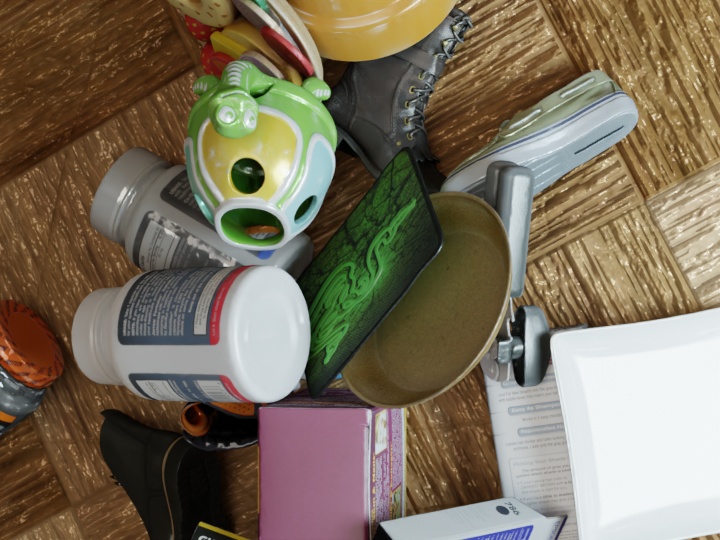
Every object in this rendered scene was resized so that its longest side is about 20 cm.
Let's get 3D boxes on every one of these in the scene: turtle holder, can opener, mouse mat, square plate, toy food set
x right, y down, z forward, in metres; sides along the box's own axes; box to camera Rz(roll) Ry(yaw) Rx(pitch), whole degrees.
[{"bbox_3d":[-0.085,-0.102,1.207,0.140,0.186,0.132,14,59,-16],"label":"turtle holder"},{"bbox_3d":[0.133,0.004,1.209,0.066,0.053,0.201,-6,105,-22],"label":"can opener"},{"bbox_3d":[0.000,0.000,1.222,0.008,0.161,0.200,24,118,-27],"label":"mouse mat"},{"bbox_3d":[0.273,0.141,1.220,0.199,0.028,0.199,-8,88,-12],"label":"square plate"},{"bbox_3d":[-0.112,-0.217,1.275,0.197,0.200,0.049,33,68,25],"label":"toy food set"}]

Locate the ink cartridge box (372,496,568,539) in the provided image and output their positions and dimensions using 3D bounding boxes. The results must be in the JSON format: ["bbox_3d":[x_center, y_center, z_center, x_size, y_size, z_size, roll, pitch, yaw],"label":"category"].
[{"bbox_3d":[0.085,0.252,1.185,0.039,0.199,0.100,43,123,42],"label":"ink cartridge box"}]

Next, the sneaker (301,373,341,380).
[{"bbox_3d":[0.006,0.038,1.296,0.200,0.087,0.075,-38,82,14],"label":"sneaker"}]

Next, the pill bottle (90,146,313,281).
[{"bbox_3d":[-0.156,-0.032,1.325,0.199,0.114,0.114,31,98,13],"label":"pill bottle"}]

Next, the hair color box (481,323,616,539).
[{"bbox_3d":[0.176,0.156,1.263,0.098,0.061,0.201,-9,89,15],"label":"hair color box"}]

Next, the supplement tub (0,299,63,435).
[{"bbox_3d":[-0.408,0.124,1.392,0.200,0.122,0.123,-36,81,13],"label":"supplement tub"}]

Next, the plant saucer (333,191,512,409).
[{"bbox_3d":[0.060,0.030,1.182,0.200,0.035,0.201,-25,51,35],"label":"plant saucer"}]

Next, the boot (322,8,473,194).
[{"bbox_3d":[0.054,-0.167,1.289,0.200,0.069,0.175,35,100,15],"label":"boot"}]

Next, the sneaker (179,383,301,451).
[{"bbox_3d":[-0.161,0.102,1.320,0.199,0.112,0.078,25,122,15],"label":"sneaker"}]

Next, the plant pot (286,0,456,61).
[{"bbox_3d":[-0.016,-0.320,1.216,0.199,0.183,0.201,-5,67,13],"label":"plant pot"}]

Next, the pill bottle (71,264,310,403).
[{"bbox_3d":[-0.156,0.057,1.225,0.199,0.119,0.120,-2,90,32],"label":"pill bottle"}]

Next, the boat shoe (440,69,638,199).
[{"bbox_3d":[0.157,-0.115,1.255,0.199,0.072,0.062,-27,59,-5],"label":"boat shoe"}]

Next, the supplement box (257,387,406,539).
[{"bbox_3d":[-0.021,0.179,1.243,0.103,0.200,0.132,1,89,10],"label":"supplement box"}]

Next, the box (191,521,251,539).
[{"bbox_3d":[-0.070,0.311,1.264,0.159,0.200,0.050,18,62,16],"label":"box"}]

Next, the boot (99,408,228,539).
[{"bbox_3d":[-0.204,0.242,1.375,0.138,0.077,0.201,17,111,38],"label":"boot"}]
